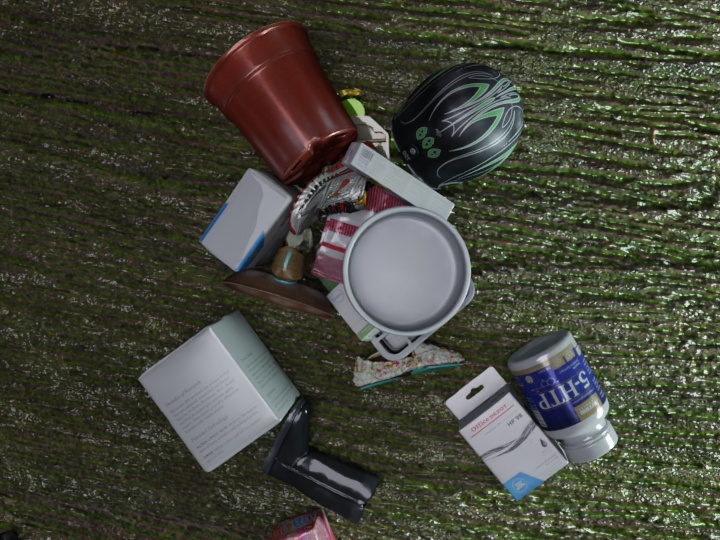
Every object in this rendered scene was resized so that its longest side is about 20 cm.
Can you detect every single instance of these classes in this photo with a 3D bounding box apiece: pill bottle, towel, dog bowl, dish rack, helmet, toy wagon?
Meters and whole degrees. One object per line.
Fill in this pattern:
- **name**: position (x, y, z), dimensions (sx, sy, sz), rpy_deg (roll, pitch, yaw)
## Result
- **pill bottle**: position (0.344, 0.213, 1.329), dimensions (0.119, 0.120, 0.200), rpy_deg (-30, 92, 9)
- **towel**: position (0.010, -0.070, 1.317), dimensions (0.144, 0.023, 0.201), rpy_deg (15, 85, 14)
- **dog bowl**: position (0.070, 0.001, 1.249), dimensions (0.199, 0.079, 0.201), rpy_deg (0, 89, -3)
- **dish rack**: position (0.083, 0.039, 1.362), dimensions (0.200, 0.044, 0.172), rpy_deg (-41, 70, 10)
- **helmet**: position (0.165, -0.238, 1.275), dimensions (0.190, 0.200, 0.200), rpy_deg (-31, 92, 26)
- **toy wagon**: position (-0.010, -0.211, 1.366), dimensions (0.155, 0.040, 0.201), rpy_deg (-1, 95, 7)

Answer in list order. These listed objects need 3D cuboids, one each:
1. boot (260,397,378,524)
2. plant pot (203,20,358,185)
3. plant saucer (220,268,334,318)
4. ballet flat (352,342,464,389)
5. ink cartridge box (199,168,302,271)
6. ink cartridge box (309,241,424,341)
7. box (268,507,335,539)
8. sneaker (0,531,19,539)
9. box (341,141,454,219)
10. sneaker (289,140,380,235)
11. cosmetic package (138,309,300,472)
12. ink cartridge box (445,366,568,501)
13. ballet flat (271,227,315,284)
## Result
- **boot**: position (-0.058, 0.340, 1.419), dimensions (0.200, 0.066, 0.165), rpy_deg (28, 108, 6)
- **plant pot**: position (-0.115, -0.258, 1.276), dimensions (0.201, 0.201, 0.196), rpy_deg (-37, 81, 10)
- **plant saucer**: position (-0.134, 0.036, 1.336), dimensions (0.200, 0.200, 0.037), rpy_deg (17, 81, 5)
- **ballet flat**: position (0.079, 0.157, 1.382), dimensions (0.199, 0.076, 0.064), rpy_deg (-14, 79, 5)
- **ink cartridge box**: position (-0.165, -0.085, 1.318), dimensions (0.086, 0.200, 0.147), rpy_deg (37, 99, 3)
- **ink cartridge box**: position (0.000, 0.000, 1.352), dimensions (0.145, 0.048, 0.200), rpy_deg (-43, 72, 8)
- **box**: position (-0.083, 0.550, 1.429), dimensions (0.094, 0.103, 0.201), rpy_deg (-21, 93, 9)
- **sneaker**: position (-0.718, 0.599, 1.529), dimensions (0.090, 0.070, 0.201), rpy_deg (8, 99, 3)
- **box**: position (0.061, -0.138, 1.260), dimensions (0.200, 0.039, 0.042), rpy_deg (29, 87, -27)
- **sneaker**: position (-0.033, -0.123, 1.271), dimensions (0.200, 0.078, 0.082), rpy_deg (-40, 80, -11)
- **cosmetic package**: position (-0.239, 0.203, 1.378), dimensions (0.165, 0.165, 0.200), rpy_deg (-36, 90, 10)
- **ink cartridge box**: position (0.250, 0.281, 1.374), dimensions (0.116, 0.067, 0.200), rpy_deg (-40, 90, 10)
- **ballet flat**: position (-0.108, -0.037, 1.314), dimensions (0.068, 0.200, 0.073), rpy_deg (15, 105, 1)
